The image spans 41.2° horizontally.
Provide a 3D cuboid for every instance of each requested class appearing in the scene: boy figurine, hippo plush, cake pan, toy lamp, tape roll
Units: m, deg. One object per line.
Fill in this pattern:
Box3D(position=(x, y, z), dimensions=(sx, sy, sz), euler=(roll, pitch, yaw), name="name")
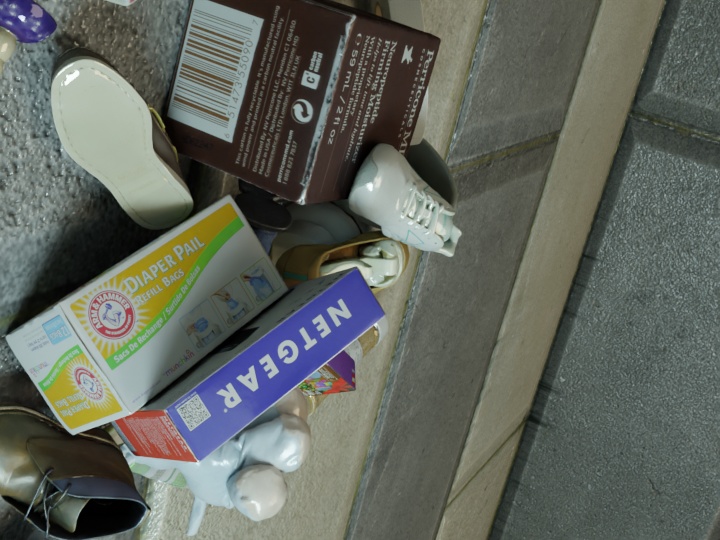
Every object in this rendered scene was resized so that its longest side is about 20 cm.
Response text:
Box3D(position=(-0.118, -0.013, 0.962), dimensions=(0.200, 0.064, 0.125), euler=(121, -21, -48), name="boy figurine")
Box3D(position=(-0.159, 0.159, 0.980), dimensions=(0.160, 0.199, 0.160), euler=(37, 55, -24), name="hippo plush")
Box3D(position=(0.018, -0.117, 1.089), dimensions=(0.200, 0.200, 0.037), euler=(-34, 164, -53), name="cake pan")
Box3D(position=(-0.269, -0.088, 0.625), dimensions=(0.201, 0.058, 0.058), euler=(-64, 158, -11), name="toy lamp")
Box3D(position=(0.040, -0.241, 1.055), dimensions=(0.203, 0.037, 0.205), euler=(175, -90, -85), name="tape roll")

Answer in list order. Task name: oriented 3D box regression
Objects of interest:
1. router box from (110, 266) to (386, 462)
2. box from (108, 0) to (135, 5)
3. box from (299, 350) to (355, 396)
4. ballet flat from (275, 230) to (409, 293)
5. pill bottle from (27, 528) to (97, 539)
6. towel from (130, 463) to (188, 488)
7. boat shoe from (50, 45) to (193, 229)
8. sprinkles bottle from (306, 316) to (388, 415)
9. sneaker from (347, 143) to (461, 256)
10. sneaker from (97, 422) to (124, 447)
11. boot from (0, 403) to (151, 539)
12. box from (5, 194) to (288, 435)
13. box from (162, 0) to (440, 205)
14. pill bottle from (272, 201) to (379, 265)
Box3D(position=(-0.100, 0.079, 0.808), dimensions=(0.200, 0.049, 0.179), euler=(-37, -170, -29), name="router box")
Box3D(position=(-0.145, -0.280, 0.628), dimensions=(0.200, 0.127, 0.110), euler=(-51, 152, -36), name="box")
Box3D(position=(-0.094, 0.098, 1.038), dimensions=(0.200, 0.136, 0.039), euler=(53, 32, -65), name="box")
Box3D(position=(0.000, 0.000, 0.976), dimensions=(0.199, 0.063, 0.069), euler=(-14, 107, -46), name="ballet flat")
Box3D(position=(-0.312, 0.306, 0.821), dimensions=(0.200, 0.111, 0.113), euler=(-42, 147, -46), name="pill bottle")
Box3D(position=(-0.185, 0.179, 1.100), dimensions=(0.150, 0.031, 0.200), euler=(-64, 158, -10), name="towel")
Box3D(position=(-0.193, -0.111, 0.770), dimensions=(0.071, 0.060, 0.200), euler=(-24, 147, 1), name="boat shoe")
Box3D(position=(-0.037, 0.119, 1.328), dimensions=(0.200, 0.068, 0.069), euler=(-44, 148, -45), name="sprinkles bottle")
Box3D(position=(0.049, -0.063, 0.911), dimensions=(0.071, 0.080, 0.200), euler=(-62, 158, 0), name="sneaker")
Box3D(position=(-0.211, 0.070, 0.891), dimensions=(0.201, 0.076, 0.089), euler=(-60, 149, -22), name="sneaker")
Box3D(position=(-0.260, 0.164, 0.771), dimensions=(0.199, 0.097, 0.075), euler=(17, 103, -48), name="boot")
Box3D(position=(-0.177, 0.036, 0.815), dimensions=(0.200, 0.112, 0.102), euler=(-40, 102, -42), name="box")
Box3D(position=(-0.052, -0.170, 0.894), dimensions=(0.200, 0.163, 0.167), euler=(-16, 125, -63), name="box")
Box3D(position=(-0.034, -0.044, 1.091), dimensions=(0.200, 0.109, 0.110), euler=(-51, 155, -54), name="pill bottle")
